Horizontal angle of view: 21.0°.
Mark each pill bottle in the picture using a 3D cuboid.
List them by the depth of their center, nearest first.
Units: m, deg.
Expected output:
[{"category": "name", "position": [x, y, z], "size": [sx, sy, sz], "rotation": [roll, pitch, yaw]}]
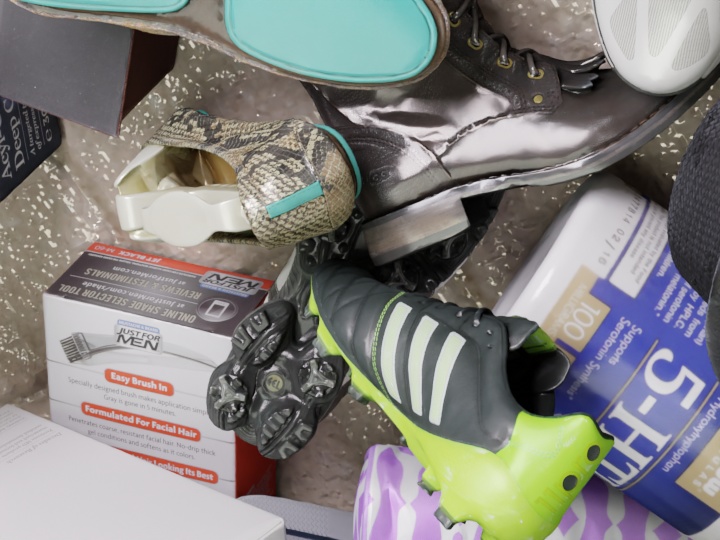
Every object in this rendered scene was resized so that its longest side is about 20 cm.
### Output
[{"category": "pill bottle", "position": [0.159, 0.056, 0.895], "size": [0.200, 0.120, 0.120], "rotation": [34, 125, 0]}]

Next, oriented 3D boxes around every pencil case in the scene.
[{"category": "pencil case", "position": [0.091, 0.137, 0.968], "size": [0.199, 0.084, 0.086], "rotation": [8, 106, 2]}]

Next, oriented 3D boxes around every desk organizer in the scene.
[{"category": "desk organizer", "position": [-0.116, -0.173, 0.896], "size": [0.071, 0.077, 0.201], "rotation": [20, 123, 9]}]

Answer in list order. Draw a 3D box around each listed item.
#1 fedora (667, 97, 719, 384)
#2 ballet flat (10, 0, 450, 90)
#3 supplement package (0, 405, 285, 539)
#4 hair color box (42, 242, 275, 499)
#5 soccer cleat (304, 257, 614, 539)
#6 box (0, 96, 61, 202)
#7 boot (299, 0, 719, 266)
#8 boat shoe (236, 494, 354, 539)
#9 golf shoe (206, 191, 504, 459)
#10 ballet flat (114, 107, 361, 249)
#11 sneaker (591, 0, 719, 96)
[{"category": "fedora", "position": [0.197, -0.038, 0.814], "size": [0.092, 0.200, 0.201], "rotation": [37, 134, 43]}, {"category": "ballet flat", "position": [-0.057, -0.127, 0.827], "size": [0.199, 0.067, 0.068], "rotation": [15, 108, 0]}, {"category": "supplement package", "position": [-0.144, 0.169, 0.968], "size": [0.200, 0.120, 0.122], "rotation": [16, 123, 35]}, {"category": "hair color box", "position": [-0.106, 0.094, 1.055], "size": [0.111, 0.064, 0.201], "rotation": [12, 123, 16]}, {"category": "soccer cleat", "position": [0.040, 0.043, 0.831], "size": [0.081, 0.200, 0.068], "rotation": [-44, 129, 4]}, {"category": "box", "position": [-0.241, -0.088, 0.920], "size": [0.107, 0.200, 0.149], "rotation": [5, 120, 19]}, {"category": "boot", "position": [0.045, -0.112, 0.868], "size": [0.199, 0.069, 0.175], "rotation": [-25, 91, 6]}, {"category": "boat shoe", "position": [0.009, 0.174, 1.037], "size": [0.199, 0.072, 0.071], "rotation": [19, 130, -10]}, {"category": "golf shoe", "position": [0.000, 0.000, 0.958], "size": [0.078, 0.094, 0.200], "rotation": [42, 100, 4]}, {"category": "ballet flat", "position": [-0.072, -0.038, 0.898], "size": [0.200, 0.075, 0.068], "rotation": [8, 124, 64]}, {"category": "sneaker", "position": [0.126, -0.160, 0.761], "size": [0.075, 0.115, 0.201], "rotation": [11, 108, 10]}]
